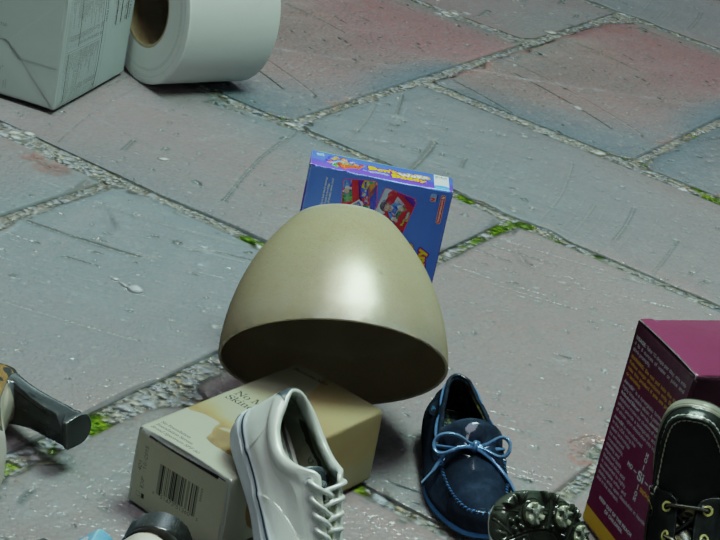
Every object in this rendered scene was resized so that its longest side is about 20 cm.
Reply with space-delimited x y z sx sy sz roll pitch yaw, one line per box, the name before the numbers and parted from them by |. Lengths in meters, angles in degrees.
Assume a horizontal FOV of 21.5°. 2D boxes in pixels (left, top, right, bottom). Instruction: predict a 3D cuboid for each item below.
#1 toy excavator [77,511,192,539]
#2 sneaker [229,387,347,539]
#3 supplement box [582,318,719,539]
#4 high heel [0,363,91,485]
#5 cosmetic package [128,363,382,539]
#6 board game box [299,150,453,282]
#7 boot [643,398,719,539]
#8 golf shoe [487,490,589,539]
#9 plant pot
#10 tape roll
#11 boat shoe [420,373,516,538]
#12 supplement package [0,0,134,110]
toy excavator | -0.206 0.237 1.279 0.195 0.200 0.100 55 18 -15
sneaker | -0.042 0.180 1.418 0.073 0.071 0.200 0 57 -43
supplement box | 0.283 0.149 1.581 0.131 0.201 0.103 1 26 -22
high heel | -0.332 0.124 1.506 0.142 0.072 0.200 21 22 35
cosmetic package | -0.083 0.150 1.555 0.105 0.071 0.200 26 27 28
board game box | 0.000 0.000 1.766 0.134 0.201 0.045 12 20 -3
boot | 0.241 0.216 1.422 0.073 0.204 0.154 7 26 18
golf shoe | 0.137 0.221 1.444 0.088 0.077 0.200 6 -23 38
plant pot | -0.021 0.021 1.666 0.200 0.200 0.135 8 65 -11
tape roll | -0.213 -0.339 2.413 0.139 0.203 0.203 -7 31 -36
boat shoe | 0.084 0.154 1.631 0.084 0.069 0.200 5 25 -17
supplement package | -0.404 -0.311 2.321 0.191 0.147 0.200 18 24 13
